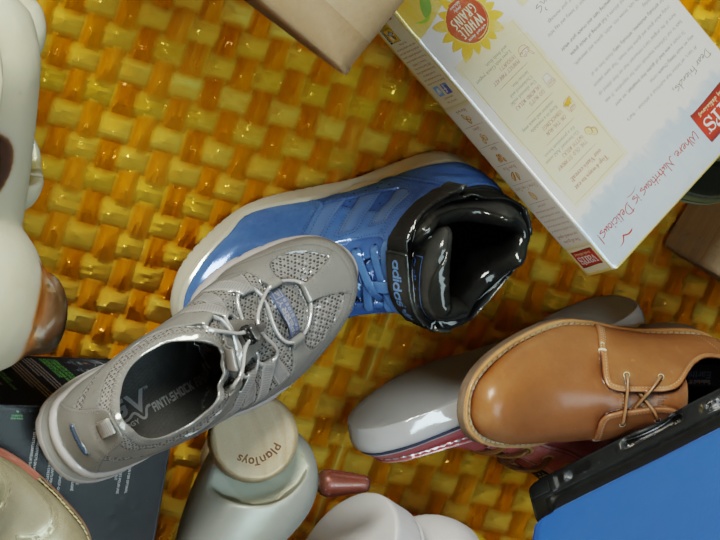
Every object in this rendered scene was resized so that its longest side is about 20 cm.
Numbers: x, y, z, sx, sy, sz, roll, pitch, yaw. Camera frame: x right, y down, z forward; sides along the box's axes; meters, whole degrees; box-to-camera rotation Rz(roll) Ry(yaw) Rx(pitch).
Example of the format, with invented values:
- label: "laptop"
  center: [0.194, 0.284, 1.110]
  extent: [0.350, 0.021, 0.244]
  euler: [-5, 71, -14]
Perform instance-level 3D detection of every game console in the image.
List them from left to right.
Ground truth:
- label: "game console"
  center: [0.196, 0.140, 1.535]
  extent: [0.170, 0.200, 0.119]
  euler: [10, 60, -44]

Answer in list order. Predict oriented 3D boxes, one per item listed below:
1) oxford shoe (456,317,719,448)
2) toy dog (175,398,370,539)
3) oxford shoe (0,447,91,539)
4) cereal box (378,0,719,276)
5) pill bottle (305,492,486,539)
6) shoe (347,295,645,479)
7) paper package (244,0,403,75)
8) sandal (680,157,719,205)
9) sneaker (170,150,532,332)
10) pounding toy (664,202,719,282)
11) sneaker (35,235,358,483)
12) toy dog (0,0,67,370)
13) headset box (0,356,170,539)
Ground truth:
- label: "oxford shoe"
  center: [0.146, 0.065, 1.563]
  extent: [0.200, 0.071, 0.072]
  euler: [-8, 106, -32]
- label: "toy dog"
  center: [-0.058, 0.166, 1.513]
  extent: [0.096, 0.132, 0.200]
  euler: [17, 99, -2]
- label: "oxford shoe"
  center: [-0.209, 0.115, 1.353]
  extent: [0.200, 0.074, 0.071]
  euler: [31, 89, -31]
- label: "cereal box"
  center: [0.115, -0.117, 1.517]
  extent: [0.144, 0.040, 0.200]
  euler: [-45, 102, -22]
- label: "pill bottle"
  center: [0.056, 0.215, 1.612]
  extent: [0.200, 0.112, 0.113]
  euler: [37, 88, -32]
- label: "shoe"
  center: [0.090, 0.092, 1.611]
  extent: [0.200, 0.071, 0.091]
  euler: [-23, 111, -24]
- label: "paper package"
  center: [-0.072, -0.213, 1.350]
  extent: [0.200, 0.191, 0.104]
  euler: [38, 92, -31]
- label: "sandal"
  center: [0.131, -0.081, 1.576]
  extent: [0.201, 0.057, 0.080]
  euler: [22, 73, -27]
- label: "sneaker"
  center: [0.000, -0.001, 1.508]
  extent: [0.200, 0.111, 0.077]
  euler: [-21, 116, -20]
- label: "pounding toy"
  center: [0.333, -0.030, 1.654]
  extent: [0.200, 0.142, 0.184]
  euler: [31, 92, -32]
- label: "sneaker"
  center: [-0.070, 0.047, 1.415]
  extent: [0.200, 0.082, 0.075]
  euler: [-37, 100, -28]
- label: "toy dog"
  center: [-0.202, -0.045, 1.348]
  extent: [0.139, 0.194, 0.201]
  euler: [-12, 107, -37]
- label: "headset box"
  center: [-0.204, 0.137, 1.461]
  extent: [0.200, 0.093, 0.175]
  euler: [3, 105, -28]
